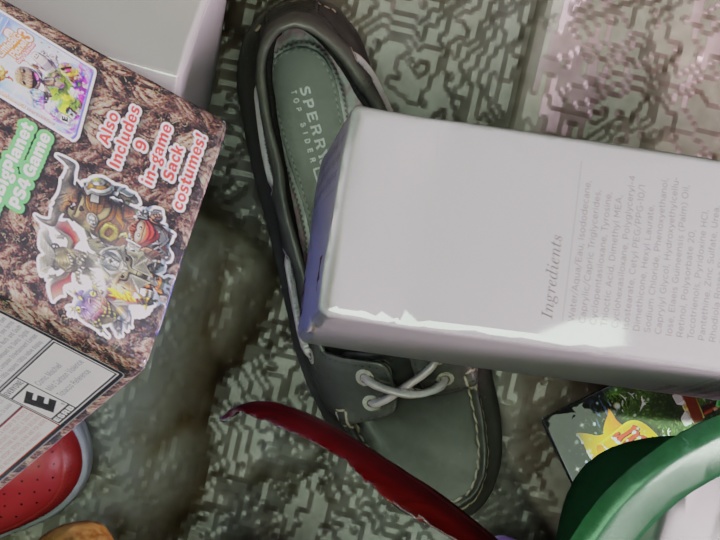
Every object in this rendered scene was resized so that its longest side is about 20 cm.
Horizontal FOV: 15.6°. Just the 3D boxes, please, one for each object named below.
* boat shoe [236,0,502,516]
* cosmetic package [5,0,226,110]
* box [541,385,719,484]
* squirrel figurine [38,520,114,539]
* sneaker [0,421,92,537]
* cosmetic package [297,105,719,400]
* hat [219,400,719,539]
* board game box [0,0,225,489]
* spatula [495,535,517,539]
[{"bbox_3d":[0.000,0.000,0.946,0.066,0.057,0.201,-18,93,3],"label":"boat shoe"},{"bbox_3d":[-0.150,-0.089,0.910,0.199,0.108,0.085,16,53,-1],"label":"cosmetic package"},{"bbox_3d":[0.169,0.113,0.937,0.136,0.038,0.201,-26,81,1],"label":"box"},{"bbox_3d":[-0.094,0.185,0.897,0.186,0.142,0.201,1,107,-21],"label":"squirrel figurine"},{"bbox_3d":[-0.199,0.072,0.930,0.199,0.112,0.072,0,94,2],"label":"sneaker"},{"bbox_3d":[0.083,0.000,0.874,0.199,0.102,0.075,10,82,-6],"label":"cosmetic package"},{"bbox_3d":[0.096,0.094,0.920,0.165,0.176,0.200,-41,116,-6],"label":"hat"},{"bbox_3d":[-0.173,-0.023,0.849,0.199,0.159,0.097,28,55,-18],"label":"board game box"},{"bbox_3d":[0.127,0.159,0.970,0.199,0.021,0.057,23,90,0],"label":"spatula"}]
